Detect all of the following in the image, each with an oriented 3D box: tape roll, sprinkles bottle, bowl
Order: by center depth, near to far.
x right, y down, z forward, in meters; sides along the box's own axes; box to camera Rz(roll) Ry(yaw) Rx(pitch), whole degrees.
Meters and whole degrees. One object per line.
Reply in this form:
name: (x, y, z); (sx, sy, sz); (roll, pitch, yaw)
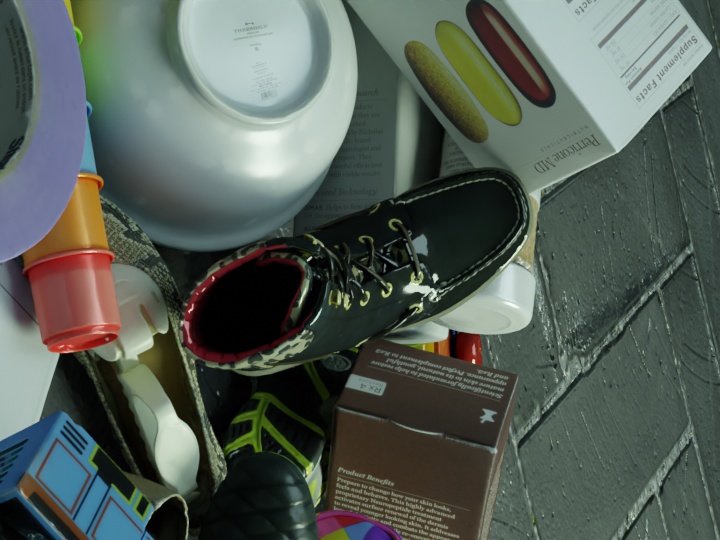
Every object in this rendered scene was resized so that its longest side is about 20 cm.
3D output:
tape roll: (-0.215, -0.088, 0.768); (0.200, 0.084, 0.202); (34, 48, -46)
bowl: (-0.076, -0.117, 0.980); (0.199, 0.090, 0.203); (6, 78, -28)
sprinkles bottle: (0.080, -0.065, 1.094); (0.068, 0.068, 0.202); (37, 56, -54)

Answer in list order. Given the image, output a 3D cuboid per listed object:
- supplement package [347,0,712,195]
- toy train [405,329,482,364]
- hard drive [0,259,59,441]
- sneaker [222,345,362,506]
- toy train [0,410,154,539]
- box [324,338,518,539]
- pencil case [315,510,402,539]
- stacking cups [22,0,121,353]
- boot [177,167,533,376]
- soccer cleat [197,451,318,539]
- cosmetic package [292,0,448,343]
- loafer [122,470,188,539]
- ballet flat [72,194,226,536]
supplement package: (0.082, -0.158, 1.014); (0.200, 0.114, 0.110); (51, 57, -8)
toy train: (0.037, 0.042, 1.225); (0.116, 0.084, 0.202); (65, 23, -68)
hard drive: (-0.203, 0.068, 0.830); (0.132, 0.026, 0.201); (54, 36, -42)
sneaker: (-0.044, 0.098, 1.114); (0.200, 0.075, 0.077); (-56, 159, -57)
toy train: (-0.119, 0.166, 0.808); (0.200, 0.086, 0.115); (51, 35, -20)
box: (0.031, 0.146, 1.104); (0.075, 0.099, 0.201); (-65, 166, -48)
pencil case: (-0.002, 0.237, 1.060); (0.089, 0.087, 0.202); (-65, 154, -49)
stacking cups: (-0.160, -0.059, 0.907); (0.060, 0.060, 0.202); (8, 69, -63)
boot: (0.000, 0.002, 0.963); (0.154, 0.202, 0.074); (20, 45, -83)
soccer cleat: (-0.067, 0.197, 0.942); (0.081, 0.067, 0.202); (-37, 141, -83)
cosmetic package: (0.010, -0.060, 1.105); (0.102, 0.073, 0.202); (20, 70, -66)
loafer: (-0.125, 0.194, 0.896); (0.076, 0.067, 0.202); (31, 54, -57)
ballet flat: (-0.115, 0.054, 0.954); (0.075, 0.067, 0.202); (-131, -159, -67)
